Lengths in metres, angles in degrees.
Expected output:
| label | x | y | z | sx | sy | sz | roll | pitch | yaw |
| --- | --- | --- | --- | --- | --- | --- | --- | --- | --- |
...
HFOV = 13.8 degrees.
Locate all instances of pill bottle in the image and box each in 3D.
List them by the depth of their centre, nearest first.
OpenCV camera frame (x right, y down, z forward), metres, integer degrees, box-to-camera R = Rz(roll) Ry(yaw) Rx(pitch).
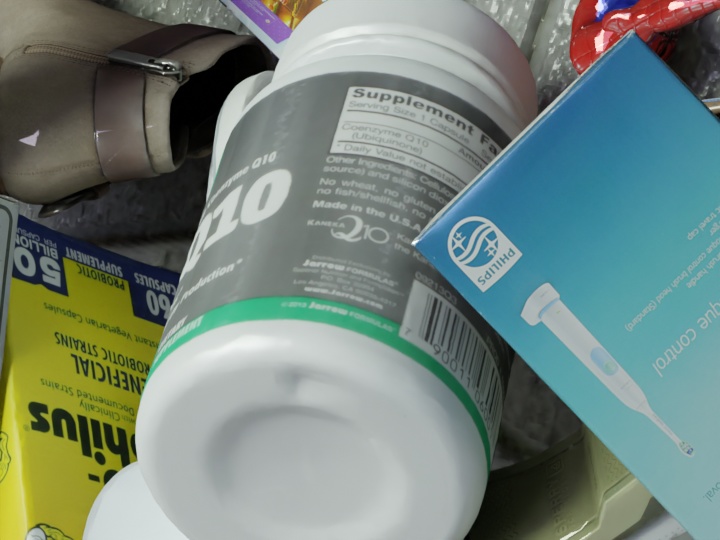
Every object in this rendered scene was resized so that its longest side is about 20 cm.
| label | x | y | z | sx | sy | sz | roll | pitch | yaw |
| --- | --- | --- | --- | --- | --- | --- | --- | --- | --- |
| pill bottle | 0.000 | 0.000 | 1.005 | 0.113 | 0.113 | 0.200 | -31 | 28 | 33 |

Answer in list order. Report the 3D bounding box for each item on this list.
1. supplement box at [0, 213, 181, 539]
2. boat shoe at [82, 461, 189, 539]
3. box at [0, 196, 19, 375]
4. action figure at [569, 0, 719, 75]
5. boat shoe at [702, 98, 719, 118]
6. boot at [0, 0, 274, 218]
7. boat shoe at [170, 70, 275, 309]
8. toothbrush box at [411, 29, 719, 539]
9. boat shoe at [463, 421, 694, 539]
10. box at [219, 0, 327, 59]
| label | x | y | z | sx | sy | sz | roll | pitch | yaw |
| --- | --- | --- | --- | --- | --- | --- | --- | --- | --- |
| supplement box | -0.127 | 0.095 | 1.150 | 0.109 | 0.109 | 0.200 | -32 | 55 | 33 |
| boat shoe | -0.034 | 0.158 | 1.051 | 0.071 | 0.070 | 0.200 | -37 | 64 | 12 |
| box | -0.193 | 0.069 | 1.102 | 0.116 | 0.060 | 0.201 | -13 | 66 | 42 |
| action figure | 0.103 | -0.140 | 1.029 | 0.099 | 0.065 | 0.201 | -15 | 87 | 27 |
| boat shoe | 0.158 | -0.020 | 0.938 | 0.200 | 0.072 | 0.072 | 1 | 75 | 45 |
| boot | -0.105 | -0.084 | 1.209 | 0.146 | 0.070 | 0.200 | 2 | 33 | 22 |
| boat shoe | -0.040 | 0.025 | 1.128 | 0.068 | 0.072 | 0.201 | -20 | 71 | 36 |
| toothbrush box | 0.117 | 0.038 | 0.832 | 0.085 | 0.146 | 0.200 | -43 | 83 | 4 |
| boat shoe | 0.072 | 0.097 | 0.976 | 0.200 | 0.068 | 0.075 | -36 | 30 | 31 |
| box | 0.012 | -0.179 | 1.169 | 0.200 | 0.039 | 0.137 | -56 | 45 | 13 |
